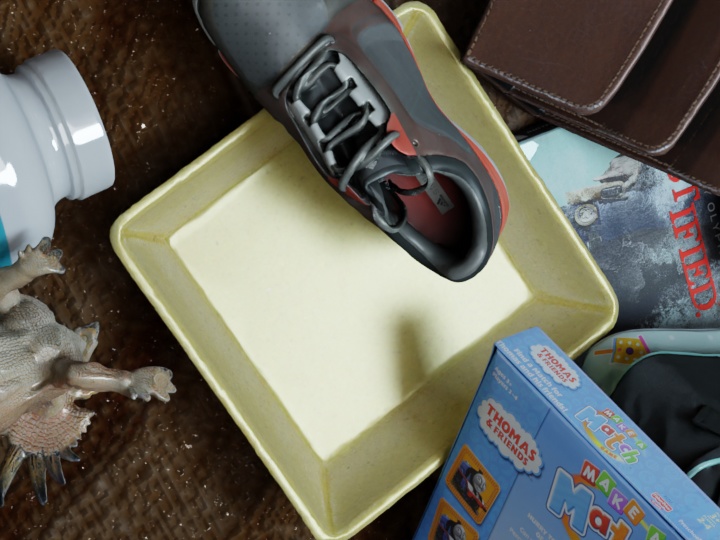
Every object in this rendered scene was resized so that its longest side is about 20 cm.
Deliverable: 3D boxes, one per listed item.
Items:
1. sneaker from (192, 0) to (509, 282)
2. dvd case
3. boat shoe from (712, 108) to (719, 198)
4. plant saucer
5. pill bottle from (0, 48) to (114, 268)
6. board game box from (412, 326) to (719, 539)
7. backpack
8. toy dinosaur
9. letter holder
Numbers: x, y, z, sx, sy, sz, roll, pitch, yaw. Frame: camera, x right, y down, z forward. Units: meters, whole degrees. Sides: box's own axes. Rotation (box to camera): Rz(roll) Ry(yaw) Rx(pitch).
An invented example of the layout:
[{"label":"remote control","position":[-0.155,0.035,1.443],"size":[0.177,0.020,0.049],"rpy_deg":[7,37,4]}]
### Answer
[{"label":"sneaker","position":[0.001,-0.074,1.170],"size":[0.077,0.082,0.200],"rpy_deg":[-42,106,15]},{"label":"dvd case","position":[0.167,-0.030,1.340],"size":[0.199,0.022,0.147],"rpy_deg":[-21,107,-18]},{"label":"boat shoe","position":[0.230,-0.017,1.317],"size":[0.070,0.070,0.200],"rpy_deg":[-45,113,-13]},{"label":"plant saucer","position":[0.000,0.000,1.253],"size":[0.200,0.048,0.200],"rpy_deg":[-37,105,-12]},{"label":"pill bottle","position":[-0.216,-0.033,1.134],"size":[0.199,0.111,0.111],"rpy_deg":[-23,108,-16]},{"label":"board game box","position":[0.094,0.151,1.229],"size":[0.036,0.151,0.201],"rpy_deg":[-20,144,-38]},{"label":"backpack","position":[0.180,0.130,1.294],"size":[0.175,0.154,0.201],"rpy_deg":[-1,126,-26]},{"label":"toy dinosaur","position":[-0.178,0.054,1.119],"size":[0.199,0.135,0.086],"rpy_deg":[-2,61,-40]},{"label":"letter holder","position":[0.165,-0.155,1.232],"size":[0.201,0.142,0.100],"rpy_deg":[-64,155,0]}]
